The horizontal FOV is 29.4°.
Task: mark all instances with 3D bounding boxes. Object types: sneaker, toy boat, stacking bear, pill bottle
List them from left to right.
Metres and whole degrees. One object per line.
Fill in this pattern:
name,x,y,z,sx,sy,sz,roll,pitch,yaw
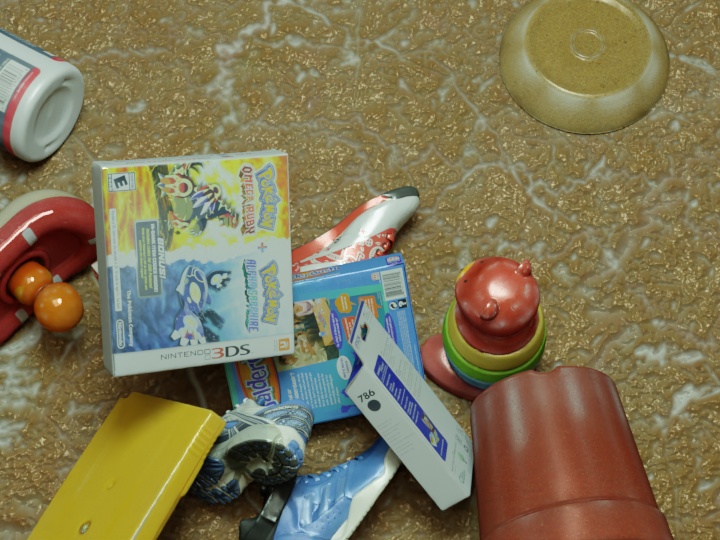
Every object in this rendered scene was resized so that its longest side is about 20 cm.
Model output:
pill bottle,-0.423,-0.216,1.535,0.200,0.120,0.120,28,70,13
toy boat,-0.337,0.015,1.423,0.131,0.131,0.200,36,72,21
sneaker,-0.118,0.172,1.354,0.200,0.077,0.085,-15,31,40
sneaker,-0.041,0.213,1.363,0.111,0.077,0.200,36,78,5
sneaker,0.000,0.001,1.463,0.201,0.067,0.108,-31,72,-10
stacking bear,0.132,0.051,1.363,0.121,0.200,0.114,-42,72,-16

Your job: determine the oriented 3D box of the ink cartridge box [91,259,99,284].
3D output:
ink cartridge box,-0.213,-0.007,1.395,0.109,0.200,0.050,-36,71,-14

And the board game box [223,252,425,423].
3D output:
board game box,-0.041,0.076,1.394,0.199,0.045,0.153,-10,105,-2

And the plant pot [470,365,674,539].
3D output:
plant pot,0.192,0.210,1.309,0.200,0.201,0.196,-7,58,-2

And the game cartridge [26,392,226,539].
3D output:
game cartridge,-0.233,0.215,1.334,0.176,0.032,0.200,5,57,52

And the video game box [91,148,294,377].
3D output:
video game box,-0.155,-0.008,1.295,0.182,0.047,0.201,-7,103,-24

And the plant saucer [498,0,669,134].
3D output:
plant saucer,0.260,-0.253,1.584,0.199,0.035,0.201,0,67,1

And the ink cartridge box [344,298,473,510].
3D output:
ink cartridge box,0.040,0.130,1.337,0.039,0.100,0.200,-31,105,20
